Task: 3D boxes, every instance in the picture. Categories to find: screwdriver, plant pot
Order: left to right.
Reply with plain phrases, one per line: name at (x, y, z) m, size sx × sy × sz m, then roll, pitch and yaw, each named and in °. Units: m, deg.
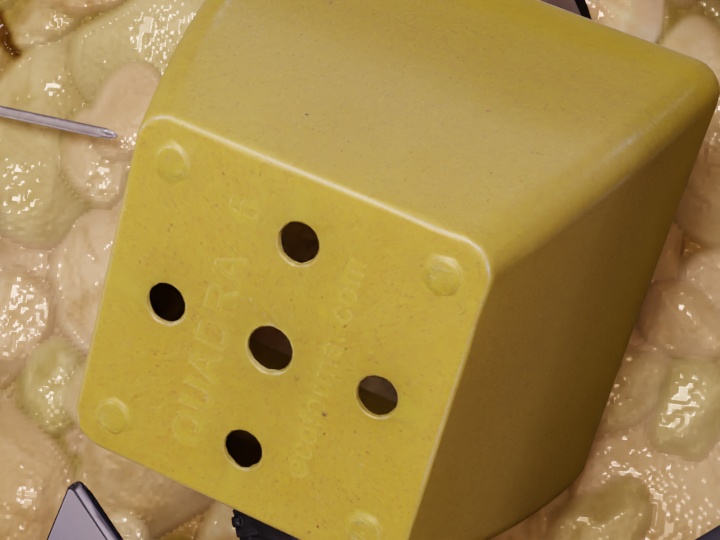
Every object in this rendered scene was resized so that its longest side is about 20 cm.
screwdriver at (-0.205, -0.079, 0.911) m, size 0.199 × 0.028 × 0.029 m, roll 17°, pitch 119°, yaw 12°
plant pot at (0.000, 0.000, 0.746) m, size 0.199 × 0.176 × 0.201 m, roll 23°, pitch 116°, yaw 13°

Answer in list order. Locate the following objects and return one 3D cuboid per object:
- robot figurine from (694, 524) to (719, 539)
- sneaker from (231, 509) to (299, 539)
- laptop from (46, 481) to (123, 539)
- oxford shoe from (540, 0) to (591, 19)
robot figurine at (0.188, 0.174, 0.750) m, size 0.199 × 0.150 × 0.125 m, roll -35°, pitch 43°, yaw 7°
sneaker at (-0.034, 0.158, 0.833) m, size 0.104 × 0.060 × 0.200 m, roll -37°, pitch 84°, yaw 3°
laptop at (-0.127, 0.224, 0.823) m, size 0.116 × 0.200 × 0.188 m, roll -31°, pitch 77°, yaw -27°
oxford shoe at (0.034, -0.152, 0.792) m, size 0.071 × 0.200 × 0.072 m, roll -19°, pitch 40°, yaw 14°
